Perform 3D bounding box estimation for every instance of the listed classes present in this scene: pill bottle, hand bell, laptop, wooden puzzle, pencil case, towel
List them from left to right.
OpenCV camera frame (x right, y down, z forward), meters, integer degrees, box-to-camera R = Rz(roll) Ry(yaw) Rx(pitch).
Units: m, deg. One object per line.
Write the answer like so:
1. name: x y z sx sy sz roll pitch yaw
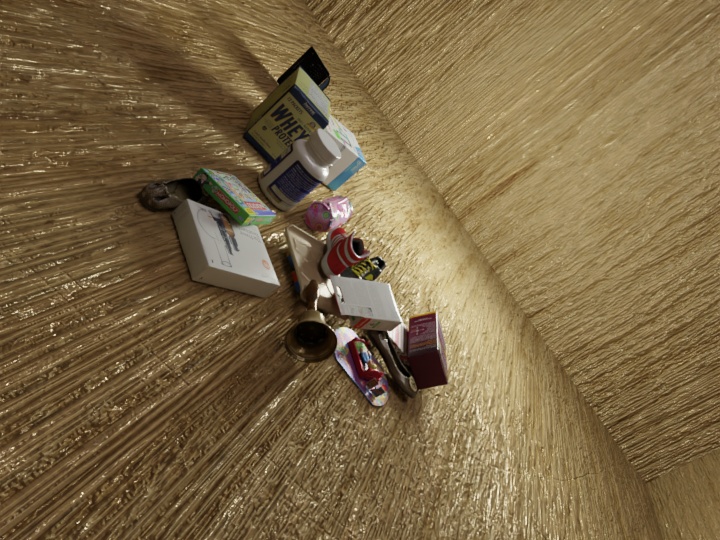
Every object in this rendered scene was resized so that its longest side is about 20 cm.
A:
1. pill bottle: -0.149 -0.254 1.481 0.120 0.199 0.120 44 23 -24
2. laptop: -0.197 -0.630 1.987 0.202 0.176 0.103 59 21 11
3. hand bell: -0.098 0.081 1.213 0.104 0.104 0.201 43 23 -27
4. wooden puzzle: -0.107 0.011 1.394 0.184 0.046 0.203 30 36 -48
5. pencil case: -0.084 -0.160 1.644 0.088 0.087 0.200 54 20 1
6. towel: 0.074 0.149 1.601 0.201 0.030 0.147 51 21 -19

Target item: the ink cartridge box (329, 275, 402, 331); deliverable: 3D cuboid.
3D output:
1. ink cartridge box: 0.002 0.079 1.394 0.198 0.050 0.110 10 51 -42

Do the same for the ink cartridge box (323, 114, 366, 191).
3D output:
1. ink cartridge box: -0.110 -0.381 1.837 0.199 0.145 0.148 29 31 -48

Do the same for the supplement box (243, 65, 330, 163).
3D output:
1. supplement box: -0.197 -0.423 1.634 0.134 0.199 0.201 43 22 -25

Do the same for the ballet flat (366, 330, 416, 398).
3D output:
1. ballet flat: 0.084 0.218 1.453 0.202 0.046 0.067 58 9 9

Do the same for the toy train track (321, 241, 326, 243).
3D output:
1. toy train track: -0.078 -0.055 1.578 0.199 0.032 0.116 2 62 -58

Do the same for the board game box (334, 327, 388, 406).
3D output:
1. board game box: 0.016 0.208 1.356 0.201 0.039 0.158 53 21 -8

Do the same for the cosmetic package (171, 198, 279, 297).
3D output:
1. cosmetic package: -0.253 -0.038 1.132 0.199 0.051 0.153 20 42 -57

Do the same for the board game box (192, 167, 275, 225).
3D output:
1. board game box: -0.257 -0.151 1.236 0.134 0.029 0.200 43 8 1

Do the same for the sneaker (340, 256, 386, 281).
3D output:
1. sneaker: 0.000 0.000 1.556 0.075 0.085 0.199 47 25 12

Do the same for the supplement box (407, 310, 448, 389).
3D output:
1. supplement box: 0.182 0.213 1.607 0.201 0.084 0.112 -77 151 -63

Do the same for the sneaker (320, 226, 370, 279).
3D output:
1. sneaker: -0.029 -0.064 1.439 0.071 0.112 0.201 47 25 -23

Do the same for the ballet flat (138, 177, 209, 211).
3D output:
1. ballet flat: -0.339 -0.149 1.119 0.068 0.046 0.200 56 20 2
